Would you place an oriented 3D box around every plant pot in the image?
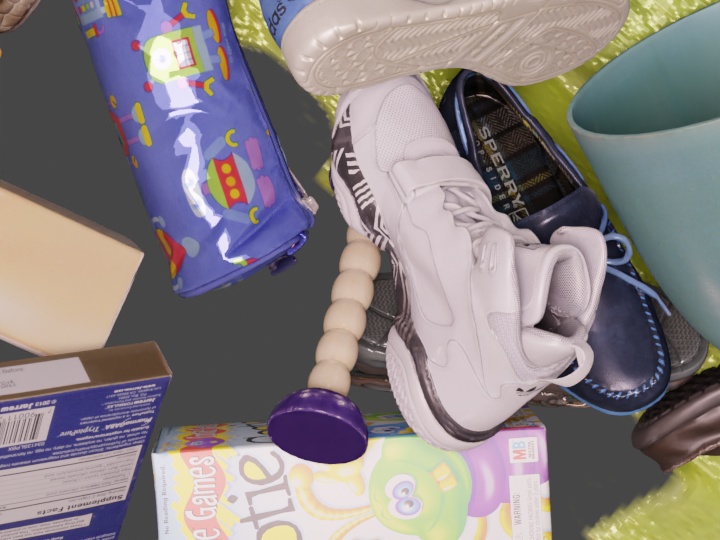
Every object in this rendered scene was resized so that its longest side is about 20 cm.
[{"bbox_3d":[0.224,-0.043,1.192,0.200,0.201,0.162,-24,107,0],"label":"plant pot"}]

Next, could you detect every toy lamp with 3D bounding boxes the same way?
[{"bbox_3d":[0.000,0.000,1.208,0.058,0.058,0.201,13,57,-2],"label":"toy lamp"}]

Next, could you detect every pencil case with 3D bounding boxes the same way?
[{"bbox_3d":[-0.087,-0.086,1.233,0.086,0.078,0.201,-20,94,0],"label":"pencil case"}]

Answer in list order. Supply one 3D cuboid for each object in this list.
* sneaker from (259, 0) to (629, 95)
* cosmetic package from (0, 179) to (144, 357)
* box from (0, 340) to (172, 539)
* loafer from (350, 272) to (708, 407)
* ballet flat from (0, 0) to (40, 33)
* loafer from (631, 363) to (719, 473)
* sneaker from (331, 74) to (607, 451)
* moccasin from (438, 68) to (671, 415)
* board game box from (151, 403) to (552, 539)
[{"bbox_3d":[0.035,-0.150,1.182,0.199,0.077,0.112,-10,56,-28],"label":"sneaker"},{"bbox_3d":[-0.218,-0.023,1.202,0.199,0.105,0.071,25,90,-17],"label":"cosmetic package"},{"bbox_3d":[-0.175,0.121,1.205,0.121,0.032,0.201,-7,136,-30],"label":"box"},{"bbox_3d":[0.082,0.039,1.263,0.199,0.063,0.072,5,57,-4],"label":"loafer"},{"bbox_3d":[-0.172,-0.223,1.221,0.046,0.067,0.201,17,85,-44],"label":"ballet flat"},{"bbox_3d":[0.243,0.073,1.253,0.199,0.073,0.072,-18,92,0],"label":"loafer"},{"bbox_3d":[0.056,-0.021,1.148,0.075,0.115,0.201,-2,72,-40],"label":"sneaker"},{"bbox_3d":[0.090,-0.016,1.213,0.080,0.068,0.200,-31,70,-11],"label":"moccasin"},{"bbox_3d":[-0.004,0.131,1.236,0.199,0.103,0.105,-4,94,-1],"label":"board game box"}]
